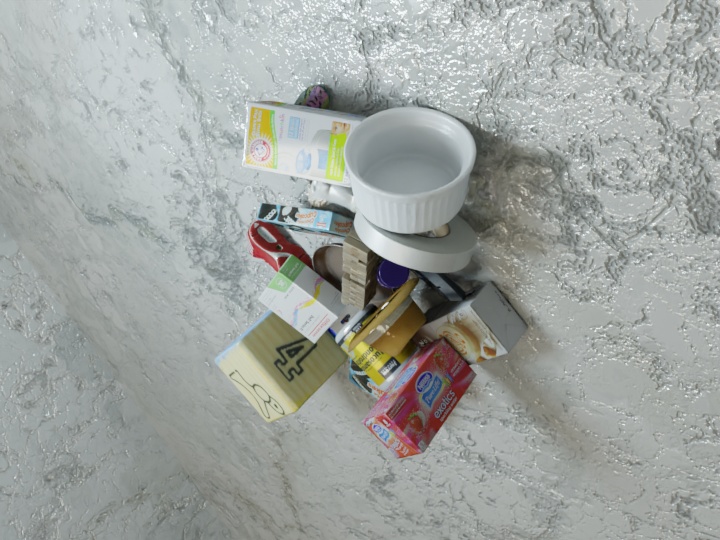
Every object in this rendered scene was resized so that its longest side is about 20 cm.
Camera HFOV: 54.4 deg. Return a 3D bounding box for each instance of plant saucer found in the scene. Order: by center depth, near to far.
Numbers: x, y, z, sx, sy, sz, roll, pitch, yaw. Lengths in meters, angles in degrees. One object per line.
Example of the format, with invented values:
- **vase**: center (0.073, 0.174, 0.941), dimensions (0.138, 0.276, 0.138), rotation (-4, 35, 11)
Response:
- **plant saucer**: center (-0.009, 0.012, 1.447), dimensions (0.199, 0.032, 0.201), rotation (25, 147, 17)

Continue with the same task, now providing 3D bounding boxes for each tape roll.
- **tape roll**: center (0.090, -0.065, 1.145), dimensions (0.202, 0.202, 0.037), rotation (30, 122, 22)

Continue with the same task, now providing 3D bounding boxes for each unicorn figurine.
- **unicorn figurine**: center (-0.039, -0.155, 1.300), dimensions (0.199, 0.074, 0.138), rotation (34, 139, 21)

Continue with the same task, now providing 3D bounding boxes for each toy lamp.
- **toy lamp**: center (0.056, 0.006, 1.260), dimensions (0.058, 0.058, 0.200), rotation (46, -179, 0)

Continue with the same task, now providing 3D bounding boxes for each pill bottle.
- **pill bottle**: center (0.052, 0.173, 1.433), dimensions (0.200, 0.112, 0.112), rotation (45, 145, 6)

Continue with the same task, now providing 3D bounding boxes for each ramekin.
- **ramekin**: center (0.076, -0.152, 1.085), dimensions (0.200, 0.201, 0.098), rotation (28, 148, 24)

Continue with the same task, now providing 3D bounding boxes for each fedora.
- **fedora**: center (0.062, 0.102, 1.294), dimensions (0.082, 0.201, 0.201), rotation (44, 145, 1)

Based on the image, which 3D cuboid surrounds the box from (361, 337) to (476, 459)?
- **box**: center (0.109, 0.231, 1.271), dimensions (0.100, 0.200, 0.095), rotation (46, 147, -4)

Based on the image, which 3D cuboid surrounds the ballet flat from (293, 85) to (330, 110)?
- **ballet flat**: center (-0.121, -0.262, 1.285), dimensions (0.069, 0.071, 0.200), rotation (52, 144, -2)

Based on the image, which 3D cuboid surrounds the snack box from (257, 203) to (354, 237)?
- **snack box**: center (-0.094, -0.095, 1.379), dimensions (0.199, 0.116, 0.037), rotation (11, 88, 40)

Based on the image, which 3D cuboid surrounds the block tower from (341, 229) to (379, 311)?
- **block tower**: center (0.000, 0.000, 1.342), dimensions (0.058, 0.054, 0.201), rotation (28, 148, 15)

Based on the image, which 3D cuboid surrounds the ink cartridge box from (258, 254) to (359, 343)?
- **ink cartridge box**: center (-0.106, 0.075, 1.506), dimensions (0.199, 0.067, 0.117), rotation (37, 133, -4)

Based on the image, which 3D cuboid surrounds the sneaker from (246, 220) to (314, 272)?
- **sneaker**: center (-0.183, -0.029, 1.596), dimensions (0.201, 0.078, 0.115), rotation (53, 161, -9)

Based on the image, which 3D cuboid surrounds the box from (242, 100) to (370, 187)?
- **box**: center (-0.088, -0.217, 1.185), dimensions (0.198, 0.101, 0.113), rotation (13, 107, 11)

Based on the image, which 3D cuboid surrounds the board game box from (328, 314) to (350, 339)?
- **board game box**: center (-0.086, 0.121, 1.640), dimensions (0.152, 0.045, 0.200), rotation (49, 146, -3)

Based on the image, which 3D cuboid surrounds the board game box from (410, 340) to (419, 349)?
- **board game box**: center (0.088, 0.218, 1.562), dimensions (0.126, 0.035, 0.201), rotation (19, 136, 32)

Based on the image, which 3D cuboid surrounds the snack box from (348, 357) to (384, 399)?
- **snack box**: center (0.065, 0.251, 1.554), dimensions (0.199, 0.037, 0.117), rotation (29, 141, 22)

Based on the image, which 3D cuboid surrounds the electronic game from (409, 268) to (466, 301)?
- **electronic game**: center (0.108, -0.014, 1.239), dimensions (0.200, 0.042, 0.200), rotation (40, 180, 0)

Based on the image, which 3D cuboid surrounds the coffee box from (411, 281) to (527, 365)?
- **coffee box**: center (0.195, 0.112, 1.309), dimensions (0.115, 0.080, 0.200), rotation (50, 145, -5)

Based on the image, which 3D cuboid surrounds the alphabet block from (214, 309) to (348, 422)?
- **alphabet block**: center (-0.184, 0.203, 1.616), dimensions (0.200, 0.196, 0.195), rotation (50, 148, -4)
